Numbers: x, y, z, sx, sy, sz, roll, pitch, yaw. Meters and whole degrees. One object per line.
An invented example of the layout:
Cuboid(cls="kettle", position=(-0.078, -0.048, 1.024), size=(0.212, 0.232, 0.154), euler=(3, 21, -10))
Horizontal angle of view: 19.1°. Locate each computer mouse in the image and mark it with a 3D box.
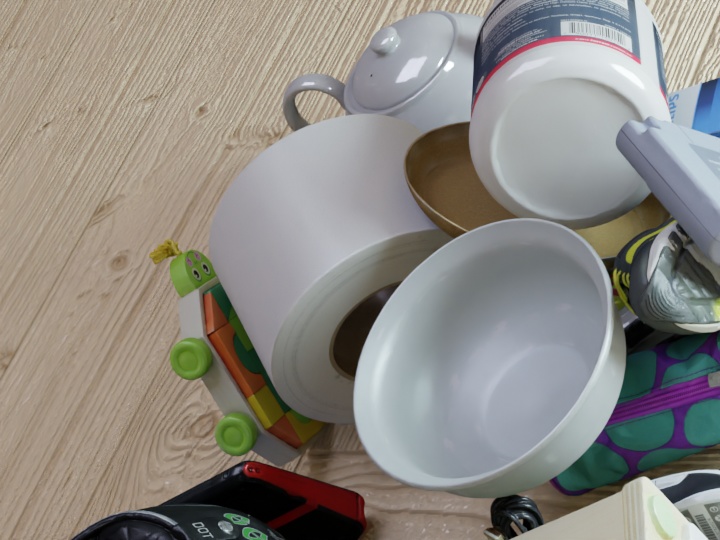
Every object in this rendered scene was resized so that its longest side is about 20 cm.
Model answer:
Cuboid(cls="computer mouse", position=(0.183, 0.167, 1.381), size=(0.199, 0.110, 0.044), euler=(-15, 38, 24))

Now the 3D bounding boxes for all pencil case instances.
Cuboid(cls="pencil case", position=(0.208, 0.087, 1.435), size=(0.200, 0.092, 0.085), euler=(-24, 76, 32))

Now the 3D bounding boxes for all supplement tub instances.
Cuboid(cls="supplement tub", position=(0.150, -0.132, 1.533), size=(0.140, 0.140, 0.200), euler=(-31, 23, 20))

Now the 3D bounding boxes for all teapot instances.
Cuboid(cls="teapot", position=(0.054, -0.150, 1.822), size=(0.200, 0.146, 0.197), euler=(-45, 32, 1))

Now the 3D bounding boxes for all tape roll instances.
Cuboid(cls="tape roll", position=(0.000, 0.000, 1.635), size=(0.203, 0.203, 0.139), euler=(-39, 49, 9))

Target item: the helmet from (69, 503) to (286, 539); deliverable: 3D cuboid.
Cuboid(cls="helmet", position=(-0.115, 0.257, 1.438), size=(0.199, 0.191, 0.201), euler=(-12, 64, 26))

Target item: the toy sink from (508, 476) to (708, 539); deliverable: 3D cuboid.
Cuboid(cls="toy sink", position=(0.169, 0.215, 1.298), size=(0.200, 0.130, 0.112), euler=(-28, 35, 26))

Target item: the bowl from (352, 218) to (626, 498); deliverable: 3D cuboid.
Cuboid(cls="bowl", position=(0.100, 0.073, 1.408), size=(0.201, 0.090, 0.202), euler=(-24, 46, 27))

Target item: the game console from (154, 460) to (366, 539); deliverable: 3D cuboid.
Cuboid(cls="game console", position=(-0.110, 0.201, 1.590), size=(0.200, 0.177, 0.031), euler=(-29, 57, 23))

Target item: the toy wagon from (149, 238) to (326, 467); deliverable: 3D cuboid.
Cuboid(cls="toy wagon", position=(-0.099, 0.059, 1.702), size=(0.040, 0.200, 0.155), euler=(-29, 3, 24))

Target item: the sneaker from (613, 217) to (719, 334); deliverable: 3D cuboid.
Cuboid(cls="sneaker", position=(0.204, 0.009, 1.404), size=(0.084, 0.075, 0.200), euler=(-31, 1, 25))

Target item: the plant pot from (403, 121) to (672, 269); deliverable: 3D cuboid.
Cuboid(cls="plant pot", position=(0.127, -0.051, 1.555), size=(0.200, 0.199, 0.028), euler=(-109, 26, -55))

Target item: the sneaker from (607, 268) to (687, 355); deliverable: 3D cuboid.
Cuboid(cls="sneaker", position=(0.175, 0.042, 1.544), size=(0.200, 0.078, 0.090), euler=(-27, 35, 7))

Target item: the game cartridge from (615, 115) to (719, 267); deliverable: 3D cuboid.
Cuboid(cls="game cartridge", position=(0.266, -0.034, 1.395), size=(0.041, 0.200, 0.133), euler=(-57, 45, 21))

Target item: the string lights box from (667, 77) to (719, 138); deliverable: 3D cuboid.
Cuboid(cls="string lights box", position=(0.320, -0.099, 1.506), size=(0.200, 0.103, 0.059), euler=(-15, 45, 38))
